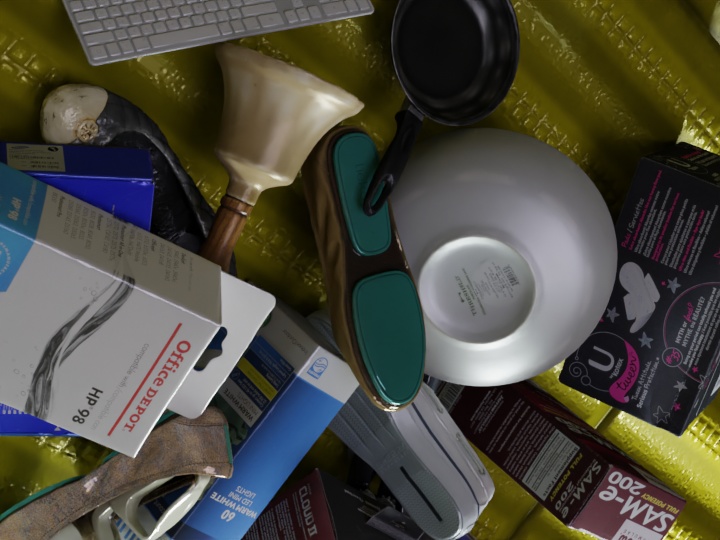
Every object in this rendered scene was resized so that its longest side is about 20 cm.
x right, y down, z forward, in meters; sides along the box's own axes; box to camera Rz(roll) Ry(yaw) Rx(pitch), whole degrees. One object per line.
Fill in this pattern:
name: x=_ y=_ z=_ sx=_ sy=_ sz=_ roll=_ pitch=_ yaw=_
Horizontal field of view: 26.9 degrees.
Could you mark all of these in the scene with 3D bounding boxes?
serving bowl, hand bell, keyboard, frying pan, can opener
serving bowl: x=0.086 y=0.001 z=1.087 sx=0.200 sy=0.066 sz=0.200 roll=3 pitch=113 yaw=6
hand bell: x=-0.082 y=-0.035 z=0.971 sx=0.104 sy=0.104 sz=0.200 roll=23 pitch=88 yaw=-40
keyboard: x=-0.087 y=-0.170 z=0.955 sx=0.200 sy=0.056 sz=0.011 roll=-16 pitch=153 yaw=-27
frying pan: x=0.058 y=-0.123 z=1.059 sx=0.115 sy=0.031 sz=0.190 roll=11 pitch=89 yaw=-35
can opener: x=0.025 y=0.126 z=1.202 sx=0.063 sy=0.079 sz=0.200 roll=11 pitch=110 yaw=3

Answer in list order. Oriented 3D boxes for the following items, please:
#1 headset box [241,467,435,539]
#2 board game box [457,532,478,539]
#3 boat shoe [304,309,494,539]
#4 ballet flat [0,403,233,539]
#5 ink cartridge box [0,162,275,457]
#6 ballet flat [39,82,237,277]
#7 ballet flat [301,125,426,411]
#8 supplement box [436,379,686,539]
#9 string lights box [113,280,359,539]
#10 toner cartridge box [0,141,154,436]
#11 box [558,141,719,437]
headset box: x=-0.038 y=0.245 z=1.158 sx=0.200 sy=0.077 sz=0.149 roll=-38 pitch=134 yaw=20
board game box: x=0.081 y=0.358 z=1.334 sx=0.200 sy=0.097 sz=0.159 roll=-44 pitch=131 yaw=-6
boat shoe: x=0.026 y=0.111 z=1.140 sx=0.200 sy=0.074 sz=0.067 roll=57 pitch=40 yaw=-1
ballet flat: x=-0.169 y=0.160 z=1.023 sx=0.200 sy=0.067 sz=0.068 roll=-33 pitch=162 yaw=20
ink cartridge box: x=-0.161 y=0.032 z=0.904 sx=0.200 sy=0.067 sz=0.116 roll=26 pitch=116 yaw=-19
ballet flat: x=-0.136 y=-0.050 z=0.983 sx=0.066 sy=0.057 sz=0.200 roll=-42 pitch=131 yaw=-3
ballet flat: x=0.000 y=0.000 z=1.050 sx=0.069 sy=0.063 sz=0.200 roll=-7 pitch=86 yaw=-34
supplement box: x=0.150 y=0.141 z=1.190 sx=0.109 sy=0.200 sz=0.061 roll=28 pitch=97 yaw=-41
string lights box: x=-0.097 y=0.119 z=1.075 sx=0.200 sy=0.103 sz=0.059 roll=-53 pitch=134 yaw=2
toner cartridge box: x=-0.188 y=0.016 z=0.963 sx=0.095 sy=0.043 sz=0.200 roll=3 pitch=122 yaw=-14
box: x=0.259 y=0.010 z=1.224 sx=0.132 sy=0.115 sz=0.200 roll=-22 pitch=134 yaw=-62
